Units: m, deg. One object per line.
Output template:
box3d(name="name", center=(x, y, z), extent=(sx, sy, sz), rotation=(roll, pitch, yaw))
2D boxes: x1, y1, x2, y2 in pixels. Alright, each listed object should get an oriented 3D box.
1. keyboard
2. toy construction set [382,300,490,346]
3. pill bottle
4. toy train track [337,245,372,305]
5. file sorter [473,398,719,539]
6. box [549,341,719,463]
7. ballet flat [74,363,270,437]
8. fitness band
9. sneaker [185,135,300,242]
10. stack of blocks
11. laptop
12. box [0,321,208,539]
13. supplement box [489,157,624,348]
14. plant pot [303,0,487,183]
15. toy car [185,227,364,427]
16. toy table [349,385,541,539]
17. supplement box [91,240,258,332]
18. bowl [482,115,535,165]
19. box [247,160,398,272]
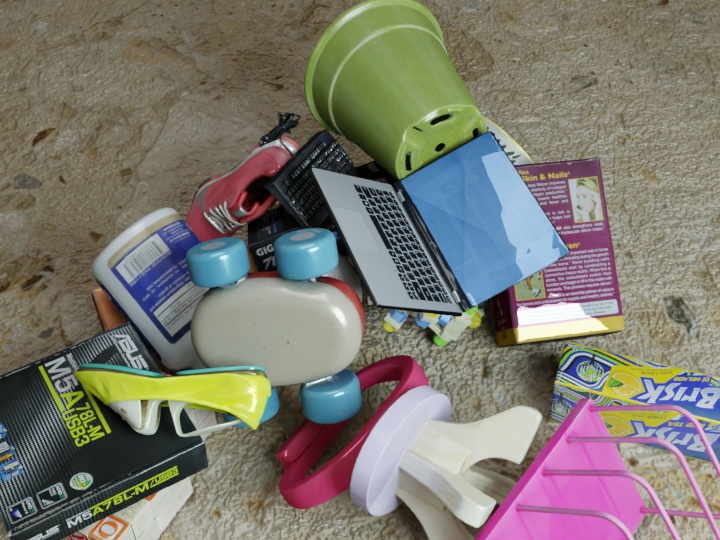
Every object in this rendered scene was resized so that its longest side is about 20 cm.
box3d(name="keyboard", center=(-0.067, -0.129, 1.088), extent=(0.127, 0.021, 0.200), rotation=(46, 28, -9))
box3d(name="toy construction set", center=(0.094, 0.004, 1.109), extent=(0.130, 0.092, 0.202), rotation=(22, 53, -18))
box3d(name="pill bottle", center=(-0.195, 0.042, 1.029), extent=(0.119, 0.120, 0.201), rotation=(-38, 88, -34))
box3d(name="toy train track", center=(0.000, 0.000, 1.102), extent=(0.113, 0.033, 0.200), rotation=(-11, 25, -8))
box3d(name="file sorter", center=(0.223, 0.227, 0.799), extent=(0.125, 0.140, 0.200), rotation=(-12, 24, 50))
box3d(name="box", center=(0.307, 0.142, 0.979), extent=(0.198, 0.071, 0.065), rotation=(12, 45, 16))
box3d(name="ballet flat", center=(-0.183, 0.124, 0.875), extent=(0.198, 0.067, 0.068), rotation=(0, 76, 9))
box3d(name="fitness band", center=(-0.009, 0.162, 0.937), extent=(0.143, 0.038, 0.200), rotation=(-19, 22, 48))
box3d(name="sneaker", center=(-0.156, -0.086, 1.138), extent=(0.200, 0.074, 0.087), rotation=(-39, 23, 26))
box3d(name="stack of blocks", center=(-0.231, 0.201, 0.945), extent=(0.114, 0.059, 0.200), rotation=(18, 45, 21))
box3d(name="laptop", center=(0.080, -0.061, 0.960), extent=(0.199, 0.116, 0.188), rotation=(8, 44, -42))
box3d(name="box", center=(-0.279, 0.159, 0.915), extent=(0.192, 0.048, 0.200), rotation=(-24, 46, -21))
box3d(name="supplement box", center=(0.216, -0.018, 1.066), extent=(0.129, 0.103, 0.202), rotation=(-5, 83, -4))
box3d(name="plant pot", center=(0.057, -0.198, 1.115), extent=(0.198, 0.201, 0.191), rotation=(-17, 46, -17))
box3d(name="toy car", center=(-0.069, 0.035, 0.968), extent=(0.175, 0.186, 0.200), rotation=(-5, 18, 15))
box3d(name="toy table", center=(0.081, 0.194, 0.865), extent=(0.116, 0.186, 0.200), rotation=(25, 15, 21))
box3d(name="supplement box", center=(-0.222, 0.028, 1.124), extent=(0.198, 0.069, 0.067), rotation=(-19, 80, -17))
box3d(name="bowl", center=(0.151, -0.106, 1.206), extent=(0.094, 0.201, 0.200), rotation=(-44, 53, -11))
box3d(name="box", center=(-0.047, -0.075, 1.177), extent=(0.197, 0.050, 0.200), rotation=(-22, 19, 1))
